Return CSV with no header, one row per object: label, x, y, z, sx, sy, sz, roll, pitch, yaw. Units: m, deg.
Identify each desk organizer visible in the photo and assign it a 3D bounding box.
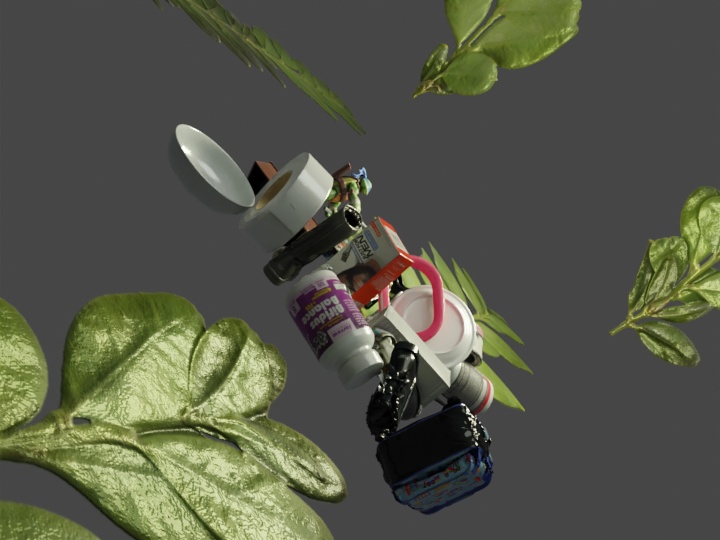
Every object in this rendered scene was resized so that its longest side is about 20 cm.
desk organizer,-0.176,-0.139,1.722,0.201,0.072,0.077,53,18,12

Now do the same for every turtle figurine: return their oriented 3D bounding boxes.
turtle figurine,-0.061,-0.139,1.872,0.191,0.202,0.144,-6,32,-18

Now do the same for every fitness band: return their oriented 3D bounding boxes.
fitness band,0.109,0.061,1.714,0.141,0.038,0.203,7,60,-11

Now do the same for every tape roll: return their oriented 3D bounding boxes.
tape roll,-0.145,-0.131,1.543,0.071,0.202,0.203,44,16,-20

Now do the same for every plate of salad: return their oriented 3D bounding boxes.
plate of salad,0.154,0.125,1.732,0.201,0.198,0.048,55,-25,20

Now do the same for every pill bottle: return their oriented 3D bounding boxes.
pill bottle,-0.044,0.108,1.427,0.201,0.112,0.112,55,16,22
pill bottle,0.204,0.245,1.807,0.200,0.110,0.111,41,17,-31

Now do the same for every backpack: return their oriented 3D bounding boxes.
backpack,0.140,0.324,1.342,0.200,0.181,0.136,48,18,-55

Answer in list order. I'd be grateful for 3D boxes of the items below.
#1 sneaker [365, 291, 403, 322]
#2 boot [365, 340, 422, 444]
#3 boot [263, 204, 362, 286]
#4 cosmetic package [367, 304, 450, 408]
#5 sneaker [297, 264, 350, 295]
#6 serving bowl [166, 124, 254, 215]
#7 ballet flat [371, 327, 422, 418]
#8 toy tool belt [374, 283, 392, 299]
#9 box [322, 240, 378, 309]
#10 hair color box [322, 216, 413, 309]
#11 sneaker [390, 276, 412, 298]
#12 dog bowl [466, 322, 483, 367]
sneaker,0.091,0.095,1.832,0.075,0.115,0.200,51,15,8
boot,0.061,0.244,1.437,0.072,0.200,0.163,11,40,13
boot,-0.085,-0.058,1.538,0.073,0.200,0.182,46,16,-9
cosmetic package,0.084,0.183,1.627,0.200,0.107,0.090,47,16,-4
sneaker,-0.045,0.078,1.561,0.201,0.081,0.075,56,15,18
serving bowl,-0.290,-0.176,1.493,0.200,0.066,0.201,45,16,-16
ballet flat,0.072,0.204,1.549,0.202,0.071,0.072,61,13,-9
toy tool belt,0.041,-0.015,1.805,0.125,0.123,0.200,50,49,1
box,-0.020,-0.007,1.912,0.201,0.038,0.137,50,15,0
hair color box,0.000,0.000,1.639,0.064,0.200,0.112,28,25,-50
sneaker,0.069,0.004,2.048,0.201,0.083,0.072,54,15,14
dog bowl,0.197,0.153,1.858,0.198,0.075,0.201,20,-20,8
